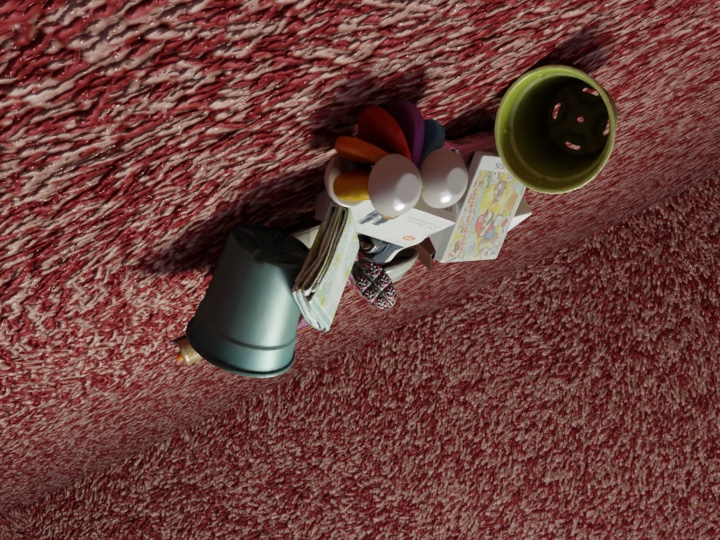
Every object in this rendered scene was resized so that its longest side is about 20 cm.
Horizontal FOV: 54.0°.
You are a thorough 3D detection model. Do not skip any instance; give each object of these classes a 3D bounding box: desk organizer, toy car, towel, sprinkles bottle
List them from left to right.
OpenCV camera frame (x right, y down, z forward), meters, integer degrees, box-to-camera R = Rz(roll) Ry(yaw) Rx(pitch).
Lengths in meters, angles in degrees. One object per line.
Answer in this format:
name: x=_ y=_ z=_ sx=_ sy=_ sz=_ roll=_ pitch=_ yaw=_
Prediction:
sprinkles bottle: x=-0.346 y=0.164 z=1.741 sx=0.197 sy=0.069 sz=0.068 roll=-24 pitch=168 yaw=-8
towel: x=-0.051 y=-0.002 z=1.180 sx=0.200 sy=0.047 sz=0.173 roll=78 pitch=34 yaw=-70
toy car: x=0.048 y=-0.166 z=1.012 sx=0.197 sy=0.153 sz=0.174 roll=-12 pitch=-163 yaw=-34
desk organizer: x=0.168 y=-0.065 z=1.741 sx=0.072 sy=0.077 sz=0.200 roll=-47 pitch=168 yaw=-4

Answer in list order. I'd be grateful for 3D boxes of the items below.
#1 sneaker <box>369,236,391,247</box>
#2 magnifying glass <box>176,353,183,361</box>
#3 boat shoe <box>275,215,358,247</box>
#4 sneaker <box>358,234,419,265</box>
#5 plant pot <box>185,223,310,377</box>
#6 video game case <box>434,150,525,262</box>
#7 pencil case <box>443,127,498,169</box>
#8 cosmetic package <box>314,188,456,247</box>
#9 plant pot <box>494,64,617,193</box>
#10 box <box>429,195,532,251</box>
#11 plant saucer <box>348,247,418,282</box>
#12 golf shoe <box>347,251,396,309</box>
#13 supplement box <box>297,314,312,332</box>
sneaker: x=0.111 y=-0.102 z=1.444 sx=0.199 sy=0.074 sz=0.081 roll=-33 pitch=-164 yaw=-33
magnifying glass: x=-0.398 y=0.184 z=1.834 sx=0.198 sy=0.023 sz=0.079 roll=-29 pitch=167 yaw=20
boat shoe: x=-0.080 y=-0.081 z=1.331 sx=0.198 sy=0.057 sz=0.068 roll=-20 pitch=131 yaw=-40
sneaker: x=0.028 y=-0.060 z=1.551 sx=0.145 sy=0.078 sz=0.201 roll=-8 pitch=163 yaw=-41
plant pot: x=-0.178 y=0.041 z=1.204 sx=0.199 sy=0.199 sz=0.199 roll=-9 pitch=126 yaw=-51
video game case: x=0.226 y=-0.110 z=1.264 sx=0.180 sy=0.023 sz=0.203 roll=-4 pitch=122 yaw=-47
pencil case: x=0.206 y=-0.212 z=1.266 sx=0.198 sy=0.086 sz=0.084 roll=-18 pitch=127 yaw=-30
cosmetic package: x=0.042 y=-0.105 z=1.205 sx=0.197 sy=0.053 sz=0.150 roll=15 pitch=160 yaw=-27
plant pot: x=0.353 y=-0.249 z=1.204 sx=0.199 sy=0.202 sz=0.184 roll=-34 pitch=177 yaw=36
box: x=0.216 y=-0.140 z=1.402 sx=0.198 sy=0.154 sz=0.106 roll=-14 pitch=164 yaw=-38
plant saucer: x=0.048 y=0.000 z=1.698 sx=0.197 sy=0.051 sz=0.200 roll=-15 pitch=-167 yaw=3
golf shoe: x=0.000 y=0.000 z=1.496 sx=0.073 sy=0.200 sz=0.092 roll=-45 pitch=-171 yaw=0
supplement box: x=-0.133 y=0.065 z=1.655 sx=0.085 sy=0.112 sz=0.200 roll=-20 pitch=166 yaw=-24
